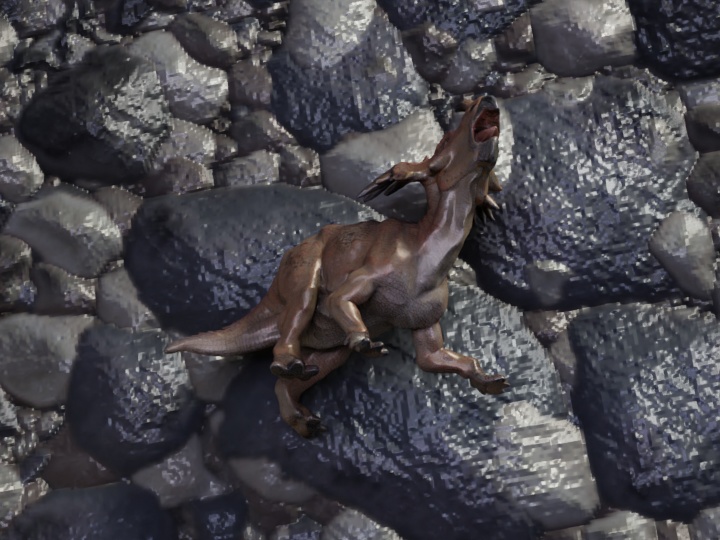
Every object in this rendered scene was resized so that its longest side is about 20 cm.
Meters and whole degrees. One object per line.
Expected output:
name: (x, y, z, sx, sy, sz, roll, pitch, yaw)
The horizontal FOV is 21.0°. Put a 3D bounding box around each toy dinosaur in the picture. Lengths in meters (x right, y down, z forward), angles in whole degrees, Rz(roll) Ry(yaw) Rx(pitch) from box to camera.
toy dinosaur: (0.000, 0.000, 0.993, 0.198, 0.086, 0.137, -17, 56, 22)
